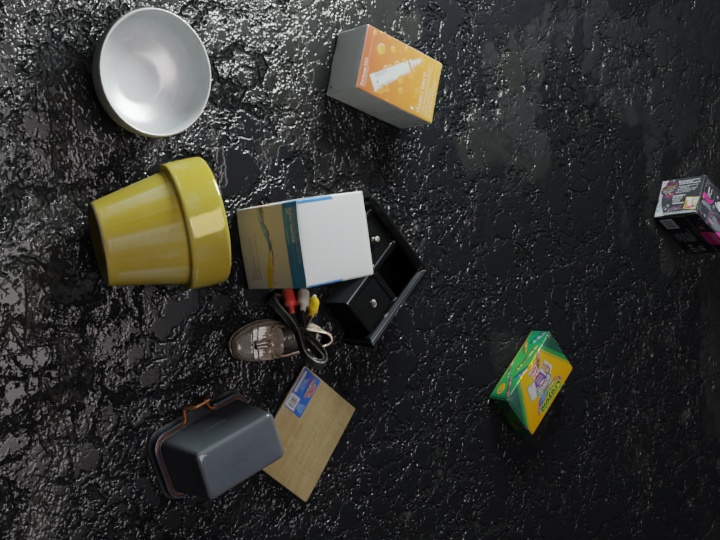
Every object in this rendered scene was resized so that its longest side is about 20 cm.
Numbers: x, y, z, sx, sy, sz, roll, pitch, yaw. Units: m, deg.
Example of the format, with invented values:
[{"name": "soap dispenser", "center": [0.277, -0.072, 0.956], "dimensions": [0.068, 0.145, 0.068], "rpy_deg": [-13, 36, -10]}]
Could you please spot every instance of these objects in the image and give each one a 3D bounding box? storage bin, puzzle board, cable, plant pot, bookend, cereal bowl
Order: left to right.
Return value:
[{"name": "cereal bowl", "center": [-0.342, -0.312, 1.555], "dimensions": [0.197, 0.083, 0.205], "rpy_deg": [0, 91, -38]}, {"name": "plant pot", "center": [-0.321, -0.060, 1.519], "dimensions": [0.186, 0.200, 0.205], "rpy_deg": [-14, 99, -21]}, {"name": "storage bin", "center": [-0.232, 0.290, 1.617], "dimensions": [0.198, 0.133, 0.148], "rpy_deg": [-26, 106, -36]}, {"name": "cable", "center": [-0.105, 0.088, 1.708], "dimensions": [0.096, 0.201, 0.051], "rpy_deg": [21, 114, -26]}, {"name": "puzzle board", "center": [-0.106, 0.302, 1.795], "dimensions": [0.151, 0.017, 0.202], "rpy_deg": [43, 64, -30]}, {"name": "bookend", "center": [0.000, 0.000, 1.828], "dimensions": [0.200, 0.091, 0.201], "rpy_deg": [-51, 119, -26]}]

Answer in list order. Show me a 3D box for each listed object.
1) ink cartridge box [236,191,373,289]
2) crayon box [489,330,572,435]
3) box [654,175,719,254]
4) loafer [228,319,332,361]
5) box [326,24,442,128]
[{"name": "ink cartridge box", "center": [-0.100, -0.050, 1.679], "dimensions": [0.145, 0.198, 0.148], "rpy_deg": [-12, 95, -37]}, {"name": "crayon box", "center": [0.382, 0.249, 2.160], "dimensions": [0.201, 0.058, 0.119], "rpy_deg": [-52, 120, -26]}, {"name": "box", "center": [0.872, -0.143, 2.506], "dimensions": [0.199, 0.131, 0.116], "rpy_deg": [35, 66, -33]}, {"name": "loafer", "center": [-0.139, 0.124, 1.735], "dimensions": [0.197, 0.062, 0.074], "rpy_deg": [-4, 93, -39]}, {"name": "box", "center": [0.048, -0.368, 1.860], "dimensions": [0.198, 0.097, 0.127], "rpy_deg": [17, 80, -37]}]
